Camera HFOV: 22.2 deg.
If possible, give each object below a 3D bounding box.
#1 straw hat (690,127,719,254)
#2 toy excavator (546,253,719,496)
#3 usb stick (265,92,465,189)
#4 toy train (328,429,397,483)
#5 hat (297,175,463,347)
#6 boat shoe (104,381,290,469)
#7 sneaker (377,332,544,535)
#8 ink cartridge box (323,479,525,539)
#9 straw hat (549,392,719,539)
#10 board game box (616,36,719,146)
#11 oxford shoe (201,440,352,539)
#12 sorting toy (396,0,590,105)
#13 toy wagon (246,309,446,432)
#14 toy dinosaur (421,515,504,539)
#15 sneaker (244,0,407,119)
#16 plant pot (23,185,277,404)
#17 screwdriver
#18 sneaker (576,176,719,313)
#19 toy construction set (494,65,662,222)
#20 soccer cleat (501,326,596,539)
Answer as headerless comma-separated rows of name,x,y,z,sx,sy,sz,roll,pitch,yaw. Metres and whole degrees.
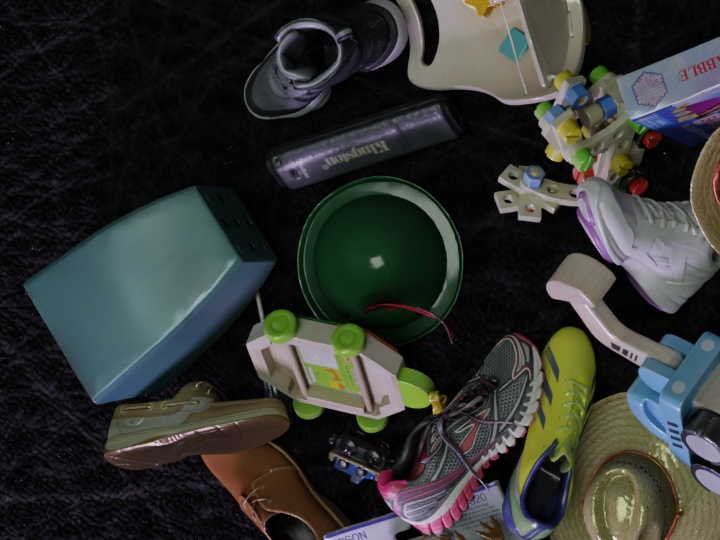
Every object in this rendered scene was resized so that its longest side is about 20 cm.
straw hat,0.384,-0.086,1.576,0.198,0.085,0.203,4,120,6
toy excavator,0.263,0.086,1.619,0.199,0.195,0.100,26,67,32
usb stick,0.004,-0.122,1.754,0.198,0.055,0.033,-16,52,23
toy train,0.055,0.210,1.786,0.198,0.034,0.046,24,117,17
hat,0.000,0.000,1.701,0.198,0.176,0.167,-17,91,22
boat shoe,-0.165,0.145,1.821,0.198,0.074,0.067,-11,61,16
sneaker,0.095,0.143,1.672,0.074,0.080,0.201,37,83,-30
ink cartridge box,0.089,0.308,1.761,0.198,0.041,0.202,-19,101,24
straw hat,0.244,0.218,1.682,0.199,0.085,0.204,3,97,21
board game box,0.337,-0.166,1.535,0.198,0.200,0.042,-21,79,23
oxford shoe,-0.092,0.223,1.823,0.199,0.071,0.072,38,111,20
sorting toy,0.101,-0.248,1.680,0.179,0.107,0.202,-11,101,34
toy wagon,-0.009,0.099,1.743,0.198,0.156,0.040,10,59,18
toy dinosaur,0.108,0.284,1.704,0.199,0.060,0.107,28,139,14
sneaker,-0.058,-0.194,1.723,0.199,0.113,0.076,-25,87,36
plant pot,-0.193,0.010,1.800,0.199,0.141,0.142,-38,78,18
screwdriver,-0.094,0.057,1.828,0.029,0.028,0.202,-7,94,65
sneaker,0.256,-0.040,1.605,0.099,0.200,0.075,-37,50,15
toy construction set,0.195,-0.102,1.625,0.093,0.130,0.200,58,155,17
soccer cleat,0.182,0.148,1.673,0.064,0.084,0.202,19,78,-12
